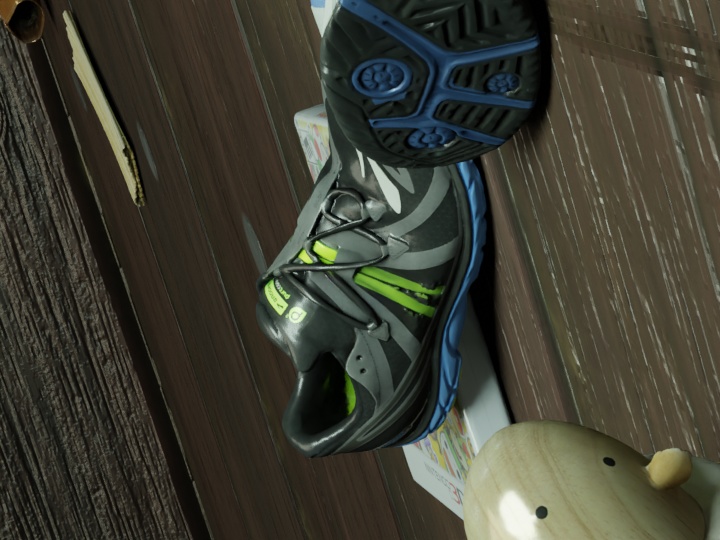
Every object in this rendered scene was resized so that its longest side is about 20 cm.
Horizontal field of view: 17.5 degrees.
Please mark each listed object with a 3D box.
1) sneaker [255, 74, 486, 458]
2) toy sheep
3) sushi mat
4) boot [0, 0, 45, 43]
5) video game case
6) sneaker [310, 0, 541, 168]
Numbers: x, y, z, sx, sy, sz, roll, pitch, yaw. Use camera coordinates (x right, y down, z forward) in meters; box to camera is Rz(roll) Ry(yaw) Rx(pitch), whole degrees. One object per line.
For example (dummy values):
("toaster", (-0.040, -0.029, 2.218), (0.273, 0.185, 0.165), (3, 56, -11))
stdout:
("sneaker", (0.000, 0.000, 0.945), (0.071, 0.083, 0.200), (43, 143, 41))
("toy sheep", (0.084, 0.123, 0.658), (0.200, 0.138, 0.138), (59, 176, -27))
("sushi mat", (-0.253, -0.159, 2.291), (0.096, 0.012, 0.200), (84, 163, -53))
("boot", (-0.401, -0.348, 2.534), (0.200, 0.077, 0.155), (83, 166, -62))
("video game case", (0.024, 0.022, 1.087), (0.182, 0.023, 0.200), (-153, 44, -76))
("sneaker", (0.014, -0.112, 0.760), (0.200, 0.076, 0.077), (76, -173, -49))
